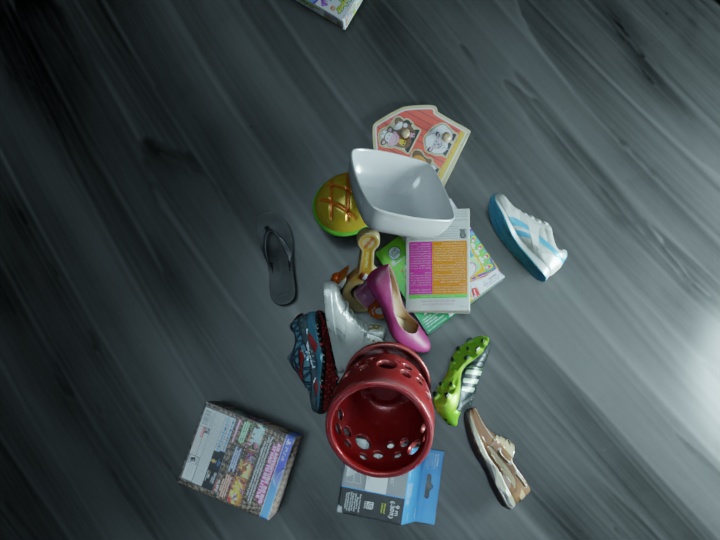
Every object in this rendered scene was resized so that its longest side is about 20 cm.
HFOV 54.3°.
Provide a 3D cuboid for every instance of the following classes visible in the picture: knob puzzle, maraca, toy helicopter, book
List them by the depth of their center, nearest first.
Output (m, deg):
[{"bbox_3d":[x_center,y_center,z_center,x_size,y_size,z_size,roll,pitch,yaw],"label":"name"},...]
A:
[{"bbox_3d":[0.000,0.000,1.378,0.128,0.204,0.080,3,40,-2],"label":"toy helicopter"},{"bbox_3d":[0.154,-0.020,1.405,0.129,0.048,0.207,0,81,9],"label":"book"},{"bbox_3d":[-0.006,-0.148,1.449,0.196,0.107,0.139,-29,73,-12],"label":"maraca"},{"bbox_3d":[0.112,-0.266,1.494,0.212,0.030,0.227,-1,82,5],"label":"knob puzzle"}]

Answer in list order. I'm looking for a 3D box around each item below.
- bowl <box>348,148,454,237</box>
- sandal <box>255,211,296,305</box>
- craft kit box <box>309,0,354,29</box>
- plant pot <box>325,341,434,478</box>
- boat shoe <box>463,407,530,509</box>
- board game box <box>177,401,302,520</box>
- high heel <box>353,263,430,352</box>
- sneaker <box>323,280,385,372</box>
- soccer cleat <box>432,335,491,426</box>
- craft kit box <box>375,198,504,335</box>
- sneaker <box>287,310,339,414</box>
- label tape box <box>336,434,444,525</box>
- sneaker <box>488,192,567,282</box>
[{"bbox_3d":[0.068,-0.139,1.352,0.194,0.076,0.203,8,41,-23],"label":"bowl"},{"bbox_3d":[-0.172,-0.031,1.473,0.074,0.043,0.206,-15,81,2],"label":"sandal"},{"bbox_3d":[-0.066,-0.672,1.557,0.194,0.049,0.203,30,85,6],"label":"craft kit box"},{"bbox_3d":[0.041,0.250,1.313,0.194,0.183,0.207,2,111,5],"label":"plant pot"},{"bbox_3d":[0.265,0.358,1.370,0.070,0.076,0.204,-25,86,-8],"label":"boat shoe"},{"bbox_3d":[-0.235,0.371,1.390,0.195,0.097,0.164,20,83,7],"label":"board game box"},{"bbox_3d":[0.084,0.077,1.346,0.199,0.068,0.096,39,123,-20],"label":"high heel"},{"bbox_3d":[-0.008,0.104,1.391,0.112,0.074,0.205,-8,118,7],"label":"sneaker"},{"bbox_3d":[0.204,0.213,1.381,0.201,0.066,0.082,-50,124,-34],"label":"soccer cleat"},{"bbox_3d":[0.162,-0.008,1.445,0.198,0.049,0.200,-35,77,-1],"label":"craft kit box"},{"bbox_3d":[-0.101,0.189,1.431,0.093,0.079,0.207,-9,81,26],"label":"sneaker"},{"bbox_3d":[0.060,0.412,1.378,0.193,0.063,0.149,9,83,6],"label":"label tape box"},{"bbox_3d":[0.337,-0.079,1.432,0.080,0.077,0.202,-36,86,-11],"label":"sneaker"}]
